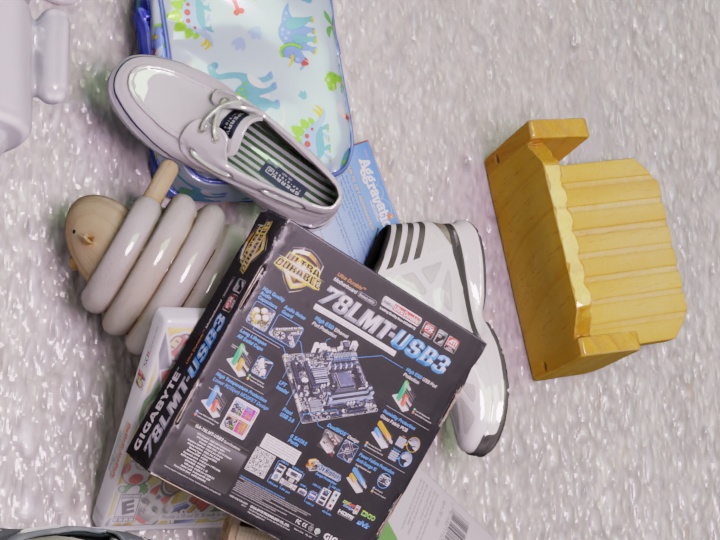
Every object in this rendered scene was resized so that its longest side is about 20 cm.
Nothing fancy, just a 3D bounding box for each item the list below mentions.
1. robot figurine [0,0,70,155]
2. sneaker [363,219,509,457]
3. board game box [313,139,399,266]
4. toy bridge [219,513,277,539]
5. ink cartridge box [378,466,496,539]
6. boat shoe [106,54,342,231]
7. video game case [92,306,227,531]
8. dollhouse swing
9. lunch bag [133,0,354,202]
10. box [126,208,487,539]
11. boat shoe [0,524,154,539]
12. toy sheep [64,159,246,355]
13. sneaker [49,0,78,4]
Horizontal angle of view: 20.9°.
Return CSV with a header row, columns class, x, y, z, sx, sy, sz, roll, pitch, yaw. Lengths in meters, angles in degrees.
class,x,y,z,sx,sy,sz,roll,pitch,yaw
robot figurine,-0.292,-0.156,1.395,0.168,0.113,0.202,2,75,-15
sneaker,0.048,0.055,1.583,0.114,0.076,0.202,1,68,-25
board game box,0.000,0.000,1.611,0.102,0.019,0.202,-19,88,-36
toy bridge,-0.069,0.197,1.448,0.067,0.027,0.202,13,96,-20
ink cartridge box,0.060,0.270,1.514,0.200,0.084,0.147,45,40,-16
boat shoe,-0.095,-0.103,1.453,0.199,0.067,0.074,30,72,-9
video game case,-0.085,0.112,1.443,0.199,0.023,0.183,3,119,-34
dollhouse swing,0.221,-0.024,1.689,0.174,0.182,0.202,-9,80,-16
lunch bag,-0.097,-0.156,1.542,0.159,0.082,0.202,-5,79,-25
box,-0.035,0.090,1.389,0.199,0.050,0.200,31,85,-31
boat shoe,-0.182,0.219,1.392,0.199,0.062,0.074,14,69,-31
toy sheep,-0.131,0.008,1.450,0.199,0.138,0.139,30,60,-4
sneaker,-0.212,-0.315,1.499,0.073,0.112,0.202,-1,77,-36
